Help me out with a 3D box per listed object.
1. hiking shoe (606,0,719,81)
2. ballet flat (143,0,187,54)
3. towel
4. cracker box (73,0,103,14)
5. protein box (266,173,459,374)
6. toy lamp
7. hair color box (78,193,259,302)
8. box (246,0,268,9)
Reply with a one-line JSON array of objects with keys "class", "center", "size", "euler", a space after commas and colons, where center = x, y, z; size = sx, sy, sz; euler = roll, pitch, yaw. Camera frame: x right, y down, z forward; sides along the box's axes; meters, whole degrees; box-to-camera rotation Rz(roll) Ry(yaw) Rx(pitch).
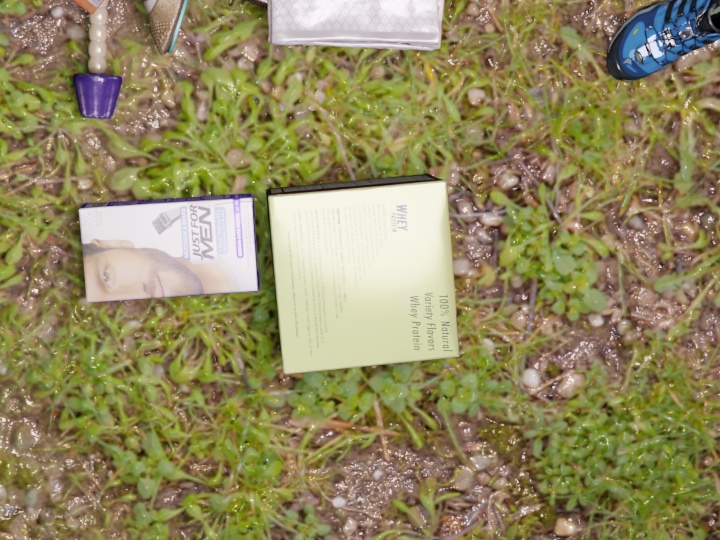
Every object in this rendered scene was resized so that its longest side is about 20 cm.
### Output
[{"class": "hiking shoe", "center": [0.373, -0.285, 1.640], "size": [0.199, 0.087, 0.075], "euler": [-32, 99, 0]}, {"class": "ballet flat", "center": [-0.210, -0.341, 1.580], "size": [0.065, 0.070, 0.202], "euler": [19, 80, -18]}, {"class": "towel", "center": [-0.004, -0.339, 1.549], "size": [0.197, 0.032, 0.194], "euler": [0, 96, -6]}, {"class": "cracker box", "center": [-0.321, -0.391, 1.538], "size": [0.200, 0.058, 0.134], "euler": [43, 93, 20]}, {"class": "protein box", "center": [0.000, 0.000, 1.620], "size": [0.197, 0.135, 0.201], "euler": [-5, 97, -4]}, {"class": "toy lamp", "center": [-0.293, -0.272, 1.599], "size": [0.057, 0.058, 0.203], "euler": [3, 98, -5]}, {"class": "hair color box", "center": [-0.218, -0.027, 1.635], "size": [0.197, 0.065, 0.111], "euler": [-4, 98, -3]}, {"class": "box", "center": [-0.073, -0.337, 1.602], "size": [0.198, 0.075, 0.101], "euler": [20, 95, -5]}]
